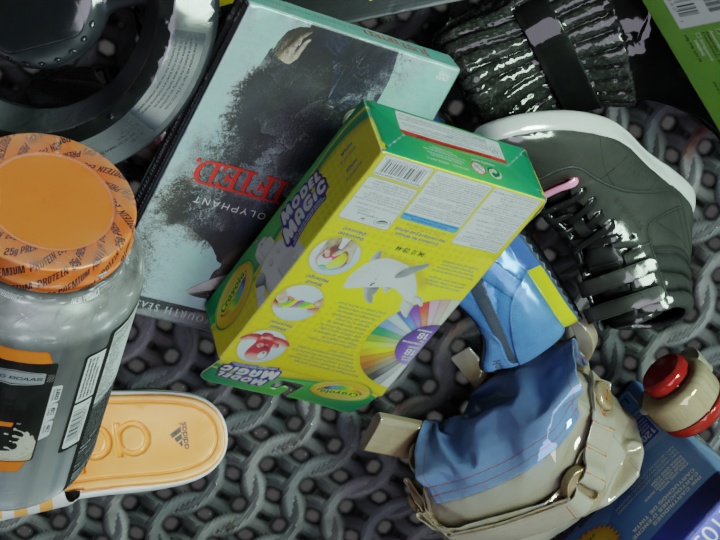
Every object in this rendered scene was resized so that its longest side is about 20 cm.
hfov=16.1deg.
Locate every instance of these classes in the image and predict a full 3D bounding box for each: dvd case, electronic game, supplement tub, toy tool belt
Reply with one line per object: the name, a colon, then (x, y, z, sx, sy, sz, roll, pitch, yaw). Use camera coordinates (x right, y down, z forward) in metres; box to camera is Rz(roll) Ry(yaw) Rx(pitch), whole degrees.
dvd case: (-0.048, -0.051, 1.427, 0.146, 0.022, 0.200, 15, 116, -33)
electronic game: (-0.173, -0.149, 1.370, 0.200, 0.042, 0.200, 2, 99, 13)
supplement tub: (-0.186, 0.028, 1.367, 0.122, 0.123, 0.200, 2, 138, -18)
toy tool belt: (0.109, 0.088, 1.541, 0.200, 0.125, 0.123, -35, 114, 18)

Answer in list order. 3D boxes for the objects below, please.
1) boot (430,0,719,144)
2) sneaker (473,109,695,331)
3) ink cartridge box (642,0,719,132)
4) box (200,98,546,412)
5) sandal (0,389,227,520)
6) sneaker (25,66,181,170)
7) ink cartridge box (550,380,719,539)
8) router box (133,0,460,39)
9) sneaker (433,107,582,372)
boot: (0.152, -0.107, 1.505, 0.158, 0.079, 0.211, -40, 116, 2)
sneaker: (0.137, -0.023, 1.472, 0.071, 0.099, 0.200, -19, 152, 33)
ink cartridge box: (0.251, -0.190, 1.447, 0.200, 0.076, 0.148, -47, 115, -31)
box: (0.000, 0.000, 1.422, 0.117, 0.048, 0.200, 16, 128, -33)
sandal: (-0.173, 0.099, 1.487, 0.207, 0.059, 0.079, -8, 82, -19)
sneaker: (-0.102, -0.046, 1.457, 0.200, 0.076, 0.116, 8, 111, -20)
ink cartridge box: (0.182, 0.172, 1.557, 0.076, 0.200, 0.136, 38, 96, -26)
router box: (-0.035, -0.210, 1.421, 0.200, 0.051, 0.149, -13, 115, -12)
sneaker: (0.048, -0.030, 1.493, 0.078, 0.066, 0.200, -32, 98, 9)
